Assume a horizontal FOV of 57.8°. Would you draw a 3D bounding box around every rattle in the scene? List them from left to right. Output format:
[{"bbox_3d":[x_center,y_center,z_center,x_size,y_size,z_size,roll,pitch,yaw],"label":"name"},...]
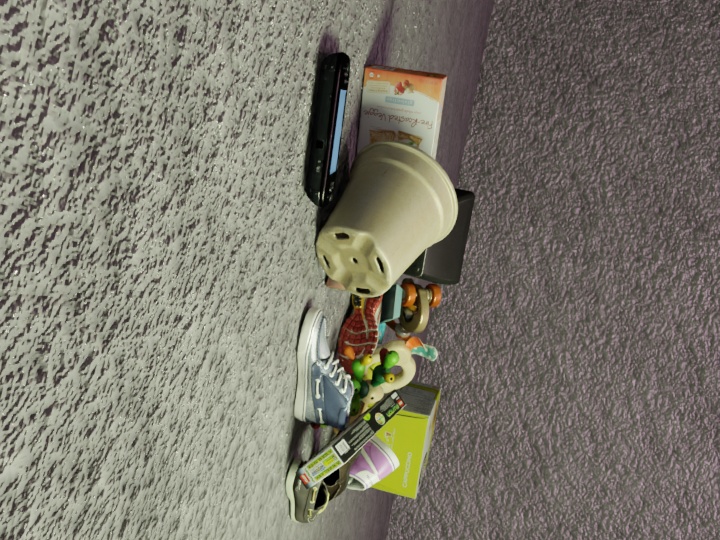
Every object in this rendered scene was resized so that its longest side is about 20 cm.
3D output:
[{"bbox_3d":[0.072,0.151,1.333,0.201,0.129,0.144,-54,-172,37],"label":"rattle"}]

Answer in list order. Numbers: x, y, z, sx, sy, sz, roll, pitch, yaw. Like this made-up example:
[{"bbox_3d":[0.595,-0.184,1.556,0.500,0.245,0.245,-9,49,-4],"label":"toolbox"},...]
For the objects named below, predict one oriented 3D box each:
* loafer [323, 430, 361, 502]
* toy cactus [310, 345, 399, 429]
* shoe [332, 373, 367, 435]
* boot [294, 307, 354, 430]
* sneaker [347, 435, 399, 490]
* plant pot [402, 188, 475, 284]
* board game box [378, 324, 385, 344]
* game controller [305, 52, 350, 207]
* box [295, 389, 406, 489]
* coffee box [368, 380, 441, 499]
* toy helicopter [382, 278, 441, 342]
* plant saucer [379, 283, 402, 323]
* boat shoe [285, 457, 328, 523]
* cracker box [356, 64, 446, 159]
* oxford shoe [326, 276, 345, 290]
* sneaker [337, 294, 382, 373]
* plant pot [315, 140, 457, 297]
[{"bbox_3d":[-0.060,0.374,1.220,0.071,0.073,0.202,-33,150,-44],"label":"loafer"},{"bbox_3d":[-0.003,0.220,1.218,0.201,0.102,0.165,-52,156,1],"label":"toy cactus"},{"bbox_3d":[-0.011,0.271,1.372,0.202,0.068,0.054,-70,157,-46],"label":"shoe"},{"bbox_3d":[-0.050,0.157,1.034,0.073,0.089,0.204,-56,154,-61],"label":"boot"},{"bbox_3d":[-0.021,0.371,1.325,0.113,0.199,0.074,-34,115,-20],"label":"sneaker"},{"bbox_3d":[0.106,-0.079,1.350,0.177,0.196,0.204,-15,117,-65],"label":"plant pot"},{"bbox_3d":[0.038,0.105,1.552,0.200,0.028,0.138,33,69,-77],"label":"board game box"},{"bbox_3d":[-0.038,-0.189,0.887,0.104,0.041,0.204,-40,140,-71],"label":"game controller"},{"bbox_3d":[-0.012,0.278,1.092,0.110,0.035,0.199,-45,170,37],"label":"box"},{"bbox_3d":[0.067,0.375,1.526,0.198,0.196,0.204,-33,133,-73],"label":"coffee box"},{"bbox_3d":[0.086,0.080,1.371,0.199,0.077,0.135,23,-72,63],"label":"toy helicopter"},{"bbox_3d":[0.045,0.079,1.358,0.200,0.019,0.071,148,-50,-69],"label":"plant saucer"},{"bbox_3d":[-0.088,0.401,1.153,0.203,0.059,0.073,86,20,-51],"label":"boat shoe"},{"bbox_3d":[0.066,-0.235,1.110,0.058,0.131,0.204,-53,152,-62],"label":"cracker box"},{"bbox_3d":[0.000,0.000,1.157,0.200,0.069,0.076,8,89,-74],"label":"oxford shoe"},{"bbox_3d":[0.009,0.112,1.303,0.083,0.076,0.203,82,23,-61],"label":"sneaker"},{"bbox_3d":[0.027,-0.068,1.021,0.184,0.197,0.203,-52,154,-38],"label":"plant pot"}]
